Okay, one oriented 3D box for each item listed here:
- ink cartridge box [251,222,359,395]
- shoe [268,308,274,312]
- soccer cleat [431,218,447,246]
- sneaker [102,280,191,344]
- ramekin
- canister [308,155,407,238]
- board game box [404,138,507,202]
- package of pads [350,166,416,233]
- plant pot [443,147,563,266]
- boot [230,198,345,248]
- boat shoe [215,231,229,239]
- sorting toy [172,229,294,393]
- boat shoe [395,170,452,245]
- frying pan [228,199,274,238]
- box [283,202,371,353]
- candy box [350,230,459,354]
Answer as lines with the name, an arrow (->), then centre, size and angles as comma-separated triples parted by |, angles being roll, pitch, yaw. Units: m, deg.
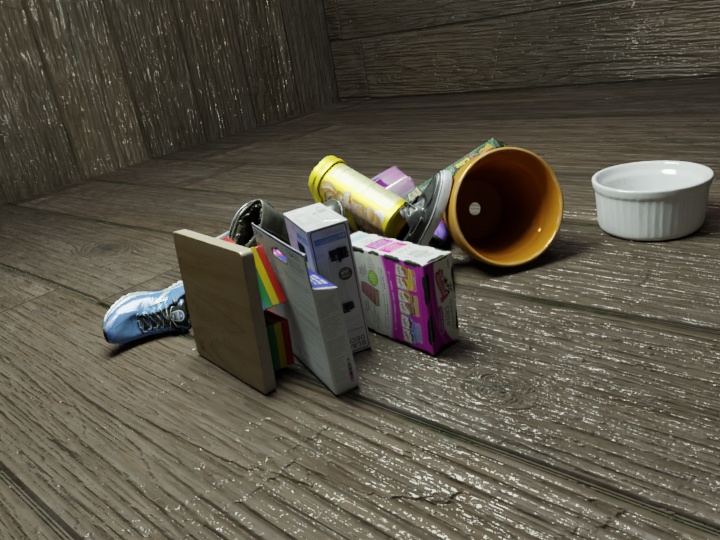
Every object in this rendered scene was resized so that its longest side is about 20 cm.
ink cartridge box -> -0.078, 0.041, 0.842 | 0.043, 0.201, 0.196 | -19, 24, -23
shoe -> -0.149, 0.031, 1.042 | 0.071, 0.092, 0.200 | -12, 22, -5
soccer cleat -> 0.149, -0.109, 1.259 | 0.073, 0.068, 0.200 | -51, 14, 13
sneaker -> -0.339, 0.070, 1.050 | 0.199, 0.079, 0.089 | -27, 25, -36
ramekin -> 0.531, -0.129, 1.129 | 0.199, 0.098, 0.201 | -8, 22, 3
canister -> 0.007, -0.121, 1.197 | 0.200, 0.149, 0.087 | 34, 74, 28
board game box -> 0.186, -0.187, 1.186 | 0.199, 0.024, 0.105 | -31, -10, 26
package of pads -> 0.026, -0.148, 1.360 | 0.199, 0.076, 0.121 | -30, 23, -1
plant pot -> 0.234, -0.113, 1.123 | 0.199, 0.201, 0.183 | -14, 7, -9
boot -> -0.121, -0.076, 1.063 | 0.072, 0.183, 0.200 | 13, -13, 39
boat shoe -> -0.253, -0.059, 1.301 | 0.199, 0.070, 0.066 | -23, 11, 20
sorting toy -> -0.176, 0.044, 0.881 | 0.069, 0.200, 0.199 | -21, 24, -36
boat shoe -> 0.098, -0.092, 1.090 | 0.066, 0.201, 0.070 | 16, 35, -11
frying pan -> -0.194, -0.031, 1.060 | 0.031, 0.191, 0.115 | 19, -10, 35
box -> -0.048, 0.014, 0.896 | 0.060, 0.201, 0.117 | -19, 25, -18
candy box -> 0.049, 0.026, 0.908 | 0.061, 0.137, 0.199 | -24, 26, -35
